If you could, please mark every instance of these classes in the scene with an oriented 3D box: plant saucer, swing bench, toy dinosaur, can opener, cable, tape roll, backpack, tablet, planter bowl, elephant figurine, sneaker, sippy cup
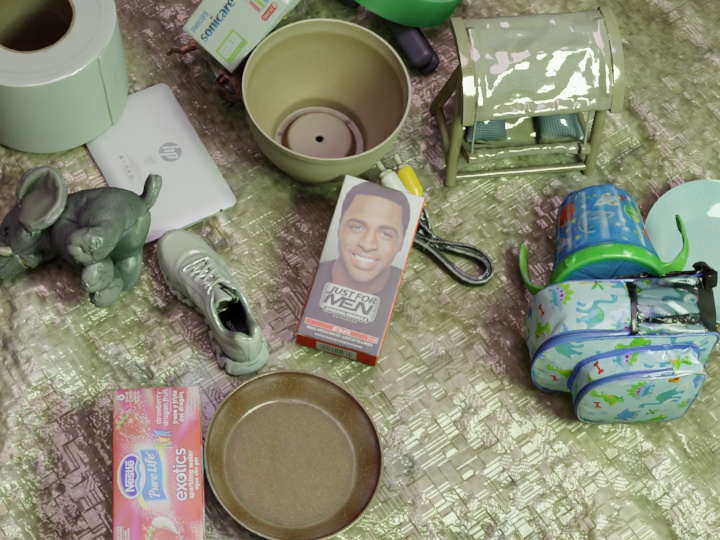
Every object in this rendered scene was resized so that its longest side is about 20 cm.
[{"bbox_3d":[-0.075,0.208,1.466,0.200,0.037,0.201,6,61,-11],"label":"plant saucer"},{"bbox_3d":[0.202,-0.211,1.621,0.199,0.200,0.130,-6,65,-9],"label":"swing bench"},{"bbox_3d":[-0.149,-0.280,1.688,0.136,0.086,0.200,43,51,4],"label":"toy dinosaur"},{"bbox_3d":[0.027,-0.334,1.757,0.067,0.053,0.200,-36,70,13],"label":"can opener"},{"bbox_3d":[0.072,-0.049,1.609,0.097,0.050,0.200,-38,72,-21],"label":"cable"},{"bbox_3d":[0.045,-0.405,1.740,0.200,0.048,0.201,19,44,-20],"label":"tape roll"},{"bbox_3d":[0.442,-0.018,1.642,0.201,0.039,0.201,3,64,-5],"label":"plant saucer"},{"bbox_3d":[0.289,0.088,1.492,0.200,0.183,0.147,1,62,0],"label":"backpack"},{"bbox_3d":[-0.253,-0.135,1.638,0.130,0.014,0.200,-25,69,-18],"label":"tablet"},{"bbox_3d":[-0.046,-0.187,1.618,0.200,0.135,0.200,2,64,-5],"label":"planter bowl"},{"bbox_3d":[-0.353,-0.050,1.529,0.200,0.142,0.155,20,33,21],"label":"elephant figurine"},{"bbox_3d":[-0.169,0.023,1.532,0.075,0.081,0.200,-31,69,-17],"label":"sneaker"},{"bbox_3d":[0.288,-0.027,1.585,0.178,0.140,0.130,11,52,-14],"label":"sippy cup"},{"bbox_3d":[-0.388,-0.263,1.609,0.202,0.139,0.203,1,60,-2],"label":"tape roll"}]

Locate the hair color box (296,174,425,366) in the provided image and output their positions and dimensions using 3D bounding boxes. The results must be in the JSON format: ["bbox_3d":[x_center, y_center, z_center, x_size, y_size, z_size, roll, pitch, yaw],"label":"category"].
[{"bbox_3d":[0.000,0.000,1.551,0.101,0.061,0.200,16,74,2],"label":"hair color box"}]

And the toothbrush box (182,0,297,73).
[{"bbox_3d":[-0.108,-0.355,1.613,0.086,0.146,0.200,43,45,-7],"label":"toothbrush box"}]

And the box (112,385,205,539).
[{"bbox_3d":[-0.214,0.232,1.411,0.095,0.100,0.200,-2,64,-7],"label":"box"}]
